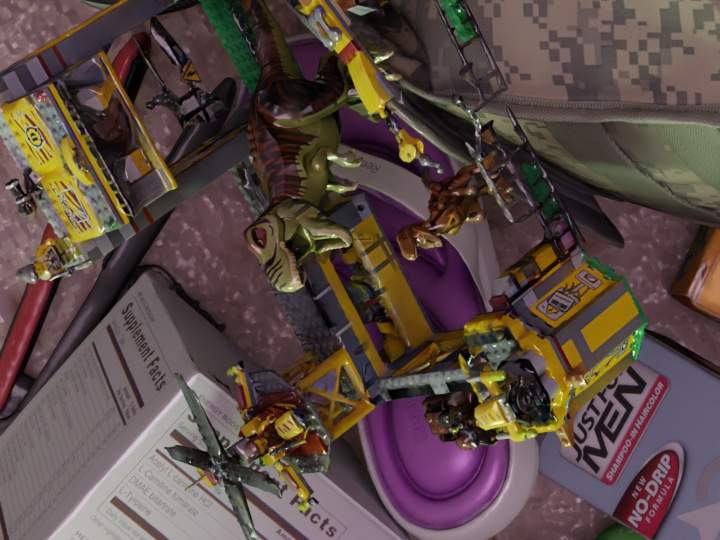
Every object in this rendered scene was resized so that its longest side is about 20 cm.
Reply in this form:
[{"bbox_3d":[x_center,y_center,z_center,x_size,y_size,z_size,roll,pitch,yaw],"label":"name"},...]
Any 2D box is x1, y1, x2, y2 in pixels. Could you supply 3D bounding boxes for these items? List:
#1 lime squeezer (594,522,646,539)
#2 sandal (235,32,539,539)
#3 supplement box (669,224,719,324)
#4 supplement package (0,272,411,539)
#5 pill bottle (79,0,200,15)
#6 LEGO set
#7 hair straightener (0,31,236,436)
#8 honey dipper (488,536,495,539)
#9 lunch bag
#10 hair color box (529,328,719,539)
[{"bbox_3d":[0.111,0.135,0.811,0.199,0.038,0.071,35,60,-21],"label":"lime squeezer"},{"bbox_3d":[0.006,-0.004,0.770,0.082,0.050,0.204,-35,62,18],"label":"sandal"},{"bbox_3d":[0.212,0.025,0.802,0.199,0.069,0.067,27,91,-2],"label":"supplement box"},{"bbox_3d":[-0.092,0.121,0.777,0.109,0.114,0.200,41,94,-22],"label":"supplement package"},{"bbox_3d":[-0.084,-0.142,0.730,0.105,0.200,0.107,0,93,3],"label":"pill bottle"},{"bbox_3d":[-0.026,-0.012,0.626,0.116,0.153,0.201,-36,112,-34],"label":"LEGO set"},{"bbox_3d":[-0.089,0.020,0.820,0.076,0.041,0.201,25,94,0],"label":"hair straightener"},{"bbox_3d":[0.031,0.069,0.825,0.038,0.038,0.202,-23,89,2],"label":"honey dipper"},{"bbox_3d":[0.082,-0.075,0.716,0.198,0.164,0.119,5,80,33],"label":"lunch bag"},{"bbox_3d":[0.164,0.092,0.758,0.199,0.099,0.061,30,94,20],"label":"hair color box"}]
